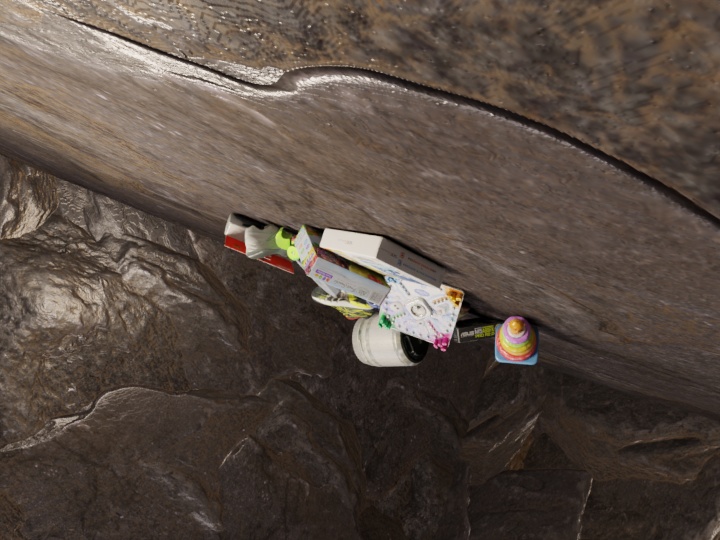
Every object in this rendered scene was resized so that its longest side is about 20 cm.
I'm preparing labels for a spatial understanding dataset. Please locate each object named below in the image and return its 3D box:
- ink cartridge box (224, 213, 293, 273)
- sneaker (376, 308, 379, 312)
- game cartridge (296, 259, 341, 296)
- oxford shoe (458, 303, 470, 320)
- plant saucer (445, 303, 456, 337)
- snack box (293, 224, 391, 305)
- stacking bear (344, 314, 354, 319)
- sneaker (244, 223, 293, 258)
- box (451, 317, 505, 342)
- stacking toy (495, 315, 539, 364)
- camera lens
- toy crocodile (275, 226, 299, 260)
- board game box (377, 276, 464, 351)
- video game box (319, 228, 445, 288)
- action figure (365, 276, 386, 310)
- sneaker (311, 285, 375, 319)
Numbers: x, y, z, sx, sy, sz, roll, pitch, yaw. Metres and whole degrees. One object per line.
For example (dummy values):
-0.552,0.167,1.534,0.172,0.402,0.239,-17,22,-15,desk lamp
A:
-0.263,-0.075,1.429,0.195,0.044,0.174,23,-167,-19,ink cartridge box
0.058,0.107,1.717,0.195,0.151,0.080,15,-178,28,sneaker
-0.111,0.009,1.446,0.134,0.040,0.199,52,171,-16,game cartridge
0.275,0.131,1.576,0.069,0.076,0.200,19,175,6,oxford shoe
0.180,0.091,1.413,0.199,0.039,0.204,36,150,24,plant saucer
-0.040,-0.011,1.175,0.196,0.054,0.143,24,-161,-31,snack box
-0.056,0.040,1.610,0.201,0.112,0.123,51,-166,-29,stacking bear
-0.206,-0.079,1.372,0.196,0.083,0.070,0,157,-42,sneaker
0.340,0.183,1.673,0.155,0.046,0.200,-6,180,-11,box
0.393,0.158,1.357,0.112,0.113,0.201,2,157,18,stacking toy
0.092,0.197,1.576,0.196,0.165,0.158,-10,156,41,camera lens
-0.114,-0.055,1.300,0.195,0.063,0.068,18,-144,18,toy crocodile
0.143,0.100,1.339,0.194,0.026,0.204,18,133,11,board game box
0.041,-0.025,1.064,0.180,0.048,0.198,27,172,-35,video game box
0.000,0.000,1.406,0.190,0.105,0.202,6,139,43,action figure
-0.048,0.098,1.539,0.194,0.075,0.086,11,133,12,sneaker
